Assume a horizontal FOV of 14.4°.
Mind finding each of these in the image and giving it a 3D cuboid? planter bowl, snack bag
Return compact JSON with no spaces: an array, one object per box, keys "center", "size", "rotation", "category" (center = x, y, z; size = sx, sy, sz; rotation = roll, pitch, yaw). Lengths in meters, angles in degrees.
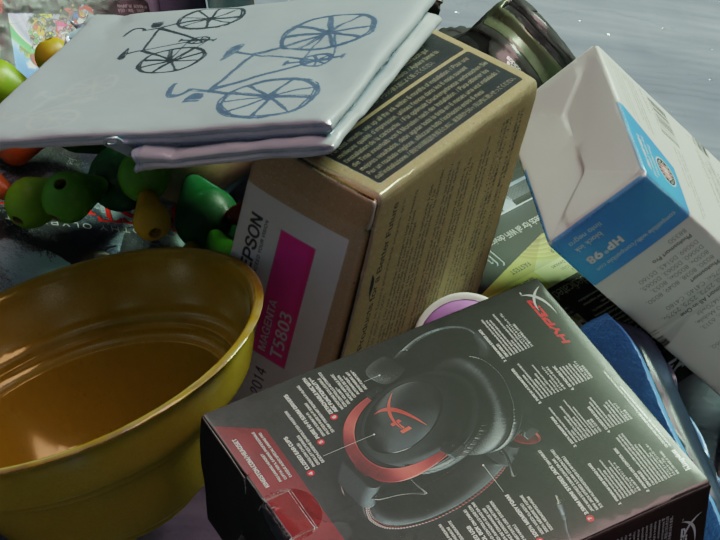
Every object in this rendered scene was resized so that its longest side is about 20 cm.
[{"center":[-0.128,0.074,1.333],"size":[0.199,0.084,0.201],"rotation":[-16,26,8],"category":"planter bowl"},{"center":[-0.077,-0.091,1.376],"size":[0.199,0.022,0.189],"rotation":[-2,24,19],"category":"snack bag"}]

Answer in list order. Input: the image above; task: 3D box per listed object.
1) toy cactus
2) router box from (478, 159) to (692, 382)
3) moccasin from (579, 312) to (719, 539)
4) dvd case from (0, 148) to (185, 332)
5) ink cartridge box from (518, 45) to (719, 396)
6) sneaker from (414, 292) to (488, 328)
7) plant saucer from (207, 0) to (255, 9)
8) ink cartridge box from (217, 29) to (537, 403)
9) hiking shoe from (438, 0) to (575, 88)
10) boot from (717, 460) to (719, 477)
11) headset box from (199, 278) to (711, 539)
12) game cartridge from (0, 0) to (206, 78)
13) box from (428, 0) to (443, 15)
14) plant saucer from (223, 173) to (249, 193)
[{"center":[-0.113,-0.061,1.480],"size":[0.199,0.103,0.165],"rotation":[26,22,26],"category":"toy cactus"},{"center":[0.108,0.012,1.593],"size":[0.157,0.052,0.200],"rotation":[40,40,21],"category":"router box"},{"center":[0.163,0.115,1.449],"size":[0.068,0.080,0.201],"rotation":[19,54,-54],"category":"moccasin"},{"center":[-0.148,-0.029,1.505],"size":[0.145,0.022,0.201],"rotation":[7,40,-21],"category":"dvd case"},{"center":[0.171,-0.014,1.515],"size":[0.200,0.067,0.116],"rotation":[40,22,-34],"category":"ink cartridge box"},{"center":[0.092,0.106,1.431],"size":[0.074,0.100,0.201],"rotation":[-23,79,4],"category":"sneaker"},{"center":[-0.074,-0.155,1.601],"size":[0.027,0.201,0.201],"rotation":[-9,42,-2],"category":"plant saucer"},{"center":[0.000,0.000,1.424],"size":[0.075,0.201,0.165],"rotation":[29,35,19],"category":"ink cartridge box"},{"center":[0.042,-0.088,1.595],"size":[0.101,0.200,0.076],"rotation":[-40,89,-22],"category":"hiking shoe"},{"center":[0.257,0.075,1.591],"size":[0.090,0.073,0.201],"rotation":[27,44,-7],"category":"boot"},{"center":[0.031,0.106,1.262],"size":[0.199,0.075,0.149],"rotation":[-22,48,-21],"category":"headset box"},{"center":[-0.177,-0.151,1.552],"size":[0.199,0.038,0.131],"rotation":[-2,70,-30],"category":"game cartridge"},{"center":[-0.001,-0.115,1.569],"size":[0.044,0.201,0.161],"rotation":[16,36,-7],"category":"box"},{"center":[-0.131,-0.026,1.543],"size":[0.070,0.019,0.200],"rotation":[30,38,10],"category":"plant saucer"}]
